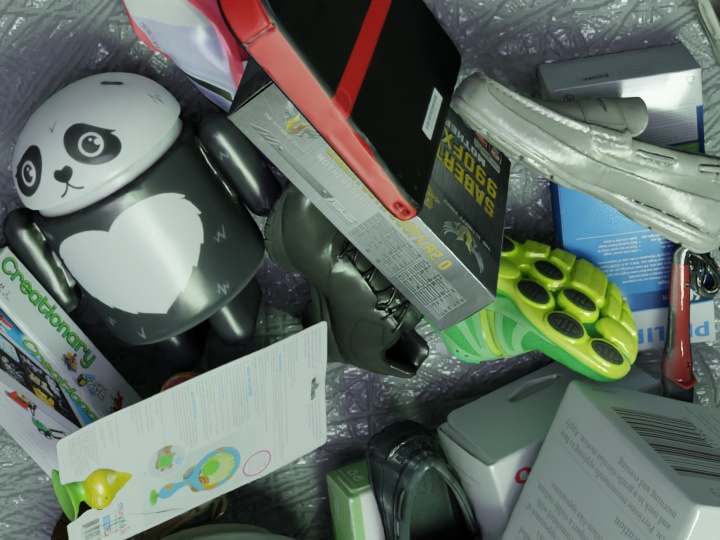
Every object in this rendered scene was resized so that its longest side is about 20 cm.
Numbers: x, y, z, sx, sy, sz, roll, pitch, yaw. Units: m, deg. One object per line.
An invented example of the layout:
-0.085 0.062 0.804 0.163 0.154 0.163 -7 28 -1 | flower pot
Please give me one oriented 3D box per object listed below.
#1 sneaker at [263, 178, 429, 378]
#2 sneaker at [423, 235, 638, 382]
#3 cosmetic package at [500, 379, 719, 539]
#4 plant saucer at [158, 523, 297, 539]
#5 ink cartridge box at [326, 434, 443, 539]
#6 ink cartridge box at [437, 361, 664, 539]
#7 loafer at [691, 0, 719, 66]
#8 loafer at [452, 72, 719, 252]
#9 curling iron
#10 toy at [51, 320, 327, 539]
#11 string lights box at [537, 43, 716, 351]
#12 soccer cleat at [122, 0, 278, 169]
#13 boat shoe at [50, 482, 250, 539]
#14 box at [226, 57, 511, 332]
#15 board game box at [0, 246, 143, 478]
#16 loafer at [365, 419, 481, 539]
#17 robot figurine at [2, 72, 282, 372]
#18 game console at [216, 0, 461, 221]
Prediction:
0.000 0.000 1.093 0.090 0.076 0.200 21 153 29 | sneaker
0.102 0.025 1.122 0.199 0.074 0.084 27 138 30 | sneaker
0.198 0.206 1.070 0.164 0.165 0.201 13 109 -27 | cosmetic package
-0.108 0.228 1.202 0.199 0.050 0.200 -9 149 -5 | plant saucer
0.079 0.191 1.243 0.199 0.048 0.146 -17 117 -21 | ink cartridge box
0.156 0.175 1.194 0.144 0.085 0.201 -25 114 -16 | ink cartridge box
0.255 -0.163 1.073 0.070 0.070 0.200 -35 111 13 | loafer
0.152 -0.080 1.041 0.199 0.070 0.070 25 98 -16 | loafer
0.226 0.067 1.127 0.049 0.026 0.201 1 108 -7 | curling iron
-0.115 0.103 1.097 0.199 0.047 0.116 -26 137 -28 | toy
0.183 -0.044 1.130 0.102 0.059 0.201 -8 115 1 | string lights box
-0.101 -0.147 1.077 0.076 0.067 0.200 -11 125 37 | soccer cleat
-0.142 0.163 1.209 0.200 0.073 0.063 -36 120 25 | boat shoe
0.013 -0.082 1.045 0.048 0.159 0.200 -33 114 28 | box
-0.220 0.077 1.144 0.126 0.035 0.200 -14 122 46 | board game box
0.053 0.198 1.165 0.068 0.070 0.201 -25 120 -15 | loafer
-0.141 -0.032 1.083 0.150 0.125 0.201 -40 115 -20 | robot figurine
-0.007 -0.143 1.001 0.031 0.200 0.177 -26 116 28 | game console
